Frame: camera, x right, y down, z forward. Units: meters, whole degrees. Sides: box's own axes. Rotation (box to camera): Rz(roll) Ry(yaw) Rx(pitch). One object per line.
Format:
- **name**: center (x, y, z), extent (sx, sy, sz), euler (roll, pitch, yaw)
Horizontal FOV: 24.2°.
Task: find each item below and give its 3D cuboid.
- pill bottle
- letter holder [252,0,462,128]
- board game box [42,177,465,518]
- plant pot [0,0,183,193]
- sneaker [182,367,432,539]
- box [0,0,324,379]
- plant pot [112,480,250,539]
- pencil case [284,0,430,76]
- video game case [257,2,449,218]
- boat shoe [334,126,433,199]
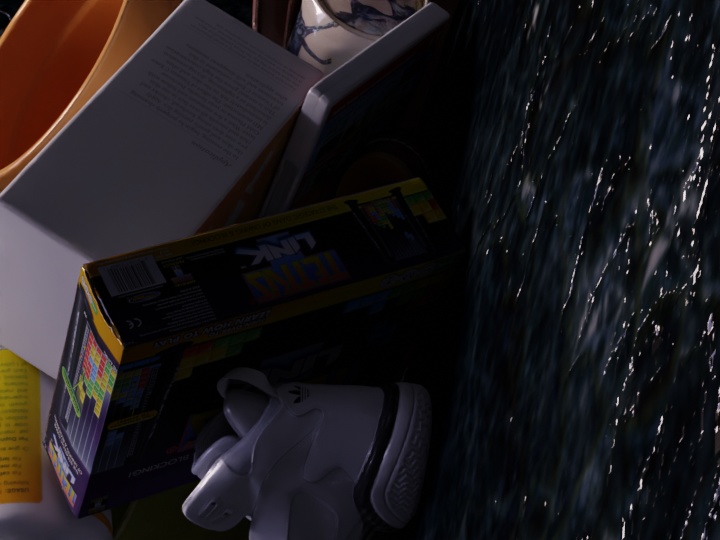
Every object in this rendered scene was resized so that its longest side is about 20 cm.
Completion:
- **pill bottle**: center (-0.199, 0.120, 0.968), extent (0.110, 0.108, 0.201), euler (109, 157, -51)
- **letter holder**: center (-0.005, -0.196, 1.178), extent (0.201, 0.141, 0.101), euler (109, 172, -45)
- **board game box**: center (-0.060, 0.042, 0.892), extent (0.057, 0.199, 0.166), euler (58, 148, 28)
- **plant pot**: center (-0.162, -0.115, 1.158), extent (0.200, 0.140, 0.201), euler (-36, 37, 33)
- **sneaker**: center (-0.038, 0.137, 0.871), extent (0.075, 0.114, 0.201), euler (-87, 11, -64)
- **box**: center (-0.120, -0.041, 0.964), extent (0.200, 0.097, 0.125), euler (-54, -7, -38)
- **plant pot**: center (-0.111, 0.142, 1.104), extent (0.187, 0.199, 0.188), euler (-26, 54, 41)
- **pencil case**: center (-0.016, -0.117, 1.135), extent (0.201, 0.089, 0.078), euler (113, 154, -45)
- **video game case**: center (-0.018, -0.063, 1.057), extent (0.143, 0.017, 0.201), euler (-41, -17, -46)
- **boat shoe**: center (0.000, 0.000, 1.082), extent (0.201, 0.070, 0.070), euler (-64, -5, 31)
